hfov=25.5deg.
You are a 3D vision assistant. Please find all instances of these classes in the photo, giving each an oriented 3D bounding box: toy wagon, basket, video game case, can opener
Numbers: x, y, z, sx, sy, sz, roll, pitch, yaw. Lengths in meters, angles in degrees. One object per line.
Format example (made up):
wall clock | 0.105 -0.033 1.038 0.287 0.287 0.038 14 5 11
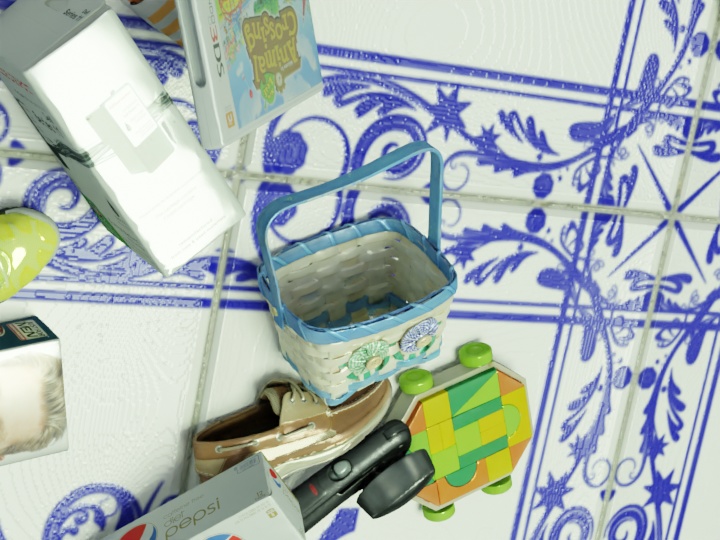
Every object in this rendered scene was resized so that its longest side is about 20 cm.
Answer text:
toy wagon | 0.075 0.165 1.522 0.199 0.040 0.156 -22 116 -23
basket | 0.000 0.000 1.361 0.175 0.139 0.201 -24 127 -21
video game case | -0.087 -0.206 1.229 0.200 0.022 0.184 -42 126 -62
can opener | -0.032 0.204 1.442 0.199 0.079 0.063 -31 146 0

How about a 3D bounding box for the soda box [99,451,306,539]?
soda box | -0.149 0.239 1.358 0.199 0.064 0.068 -29 122 7

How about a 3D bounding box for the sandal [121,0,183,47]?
sandal | -0.111 -0.203 1.277 0.206 0.059 0.079 38 85 -34

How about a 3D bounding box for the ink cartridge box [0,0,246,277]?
ink cartridge box | -0.192 -0.111 1.208 0.083 0.146 0.201 -38 120 -12

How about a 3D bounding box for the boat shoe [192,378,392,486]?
boat shoe | -0.060 0.133 1.412 0.199 0.076 0.072 -30 117 -21

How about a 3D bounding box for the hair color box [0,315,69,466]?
hair color box | -0.334 0.108 1.247 0.199 0.060 0.101 -12 112 -28

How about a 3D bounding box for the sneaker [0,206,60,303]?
sneaker | -0.316 0.016 1.218 0.199 0.076 0.076 -29 117 -21
